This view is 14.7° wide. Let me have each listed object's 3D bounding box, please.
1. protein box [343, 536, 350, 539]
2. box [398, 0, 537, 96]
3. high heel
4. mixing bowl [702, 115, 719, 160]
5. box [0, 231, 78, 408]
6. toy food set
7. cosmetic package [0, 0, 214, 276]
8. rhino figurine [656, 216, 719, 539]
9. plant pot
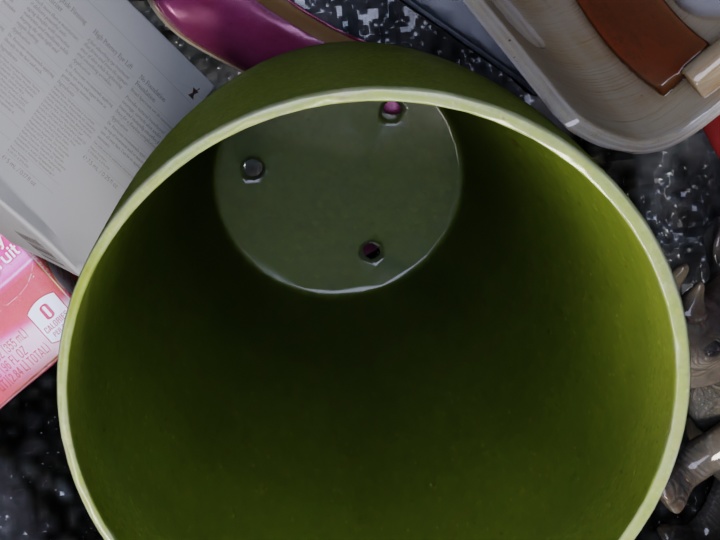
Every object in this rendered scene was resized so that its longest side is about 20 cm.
[{"bbox_3d":[0.001,0.214,0.979,0.198,0.135,0.200,36,95,-31],"label":"protein box"},{"bbox_3d":[0.057,-0.186,0.984,0.148,0.107,0.200,35,96,-3],"label":"box"},{"bbox_3d":[-0.018,-0.099,1.008,0.096,0.067,0.200,-30,100,12],"label":"high heel"},{"bbox_3d":[0.178,-0.100,0.958,0.108,0.200,0.200,38,96,34],"label":"mixing bowl"},{"bbox_3d":[-0.198,0.041,1.014,0.200,0.095,0.103,-42,95,4],"label":"box"},{"bbox_3d":[0.112,-0.143,0.862,0.200,0.144,0.060,-39,137,5],"label":"toy food set"},{"bbox_3d":[-0.136,-0.086,0.885,0.083,0.051,0.200,-55,135,-11],"label":"cosmetic package"},{"bbox_3d":[0.131,0.045,0.983,0.087,0.200,0.060,-38,55,-4],"label":"rhino figurine"},{"bbox_3d":[0.000,0.000,0.908,0.187,0.200,0.188,-1,111,-2],"label":"plant pot"}]
